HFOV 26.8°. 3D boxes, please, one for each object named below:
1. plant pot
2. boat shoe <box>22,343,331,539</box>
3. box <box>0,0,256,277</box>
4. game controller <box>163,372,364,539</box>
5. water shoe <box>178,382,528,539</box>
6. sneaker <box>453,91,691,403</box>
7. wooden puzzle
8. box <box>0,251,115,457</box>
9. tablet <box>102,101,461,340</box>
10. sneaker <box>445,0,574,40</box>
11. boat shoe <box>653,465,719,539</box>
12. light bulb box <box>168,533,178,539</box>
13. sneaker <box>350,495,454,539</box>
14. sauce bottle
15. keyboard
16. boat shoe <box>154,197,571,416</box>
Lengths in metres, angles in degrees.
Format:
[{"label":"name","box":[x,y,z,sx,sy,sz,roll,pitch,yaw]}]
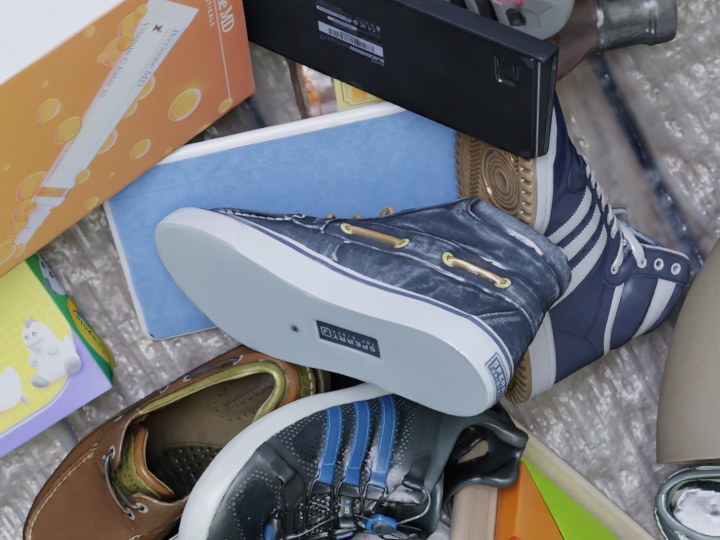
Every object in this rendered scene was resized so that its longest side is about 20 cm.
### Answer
[{"label":"plant pot","box":[0.250,0.029,0.790,0.199,0.200,0.135,-2,82,-7]},{"label":"boat shoe","box":[-0.109,0.097,0.788,0.200,0.068,0.072,-40,83,14]},{"label":"box","box":[-0.156,-0.089,0.677,0.200,0.125,0.097,-39,67,-17]},{"label":"game controller","box":[-0.038,0.119,0.843,0.104,0.042,0.201,22,102,-27]},{"label":"water shoe","box":[0.003,0.102,0.752,0.199,0.079,0.072,-24,136,-36]},{"label":"sneaker","box":[0.112,-0.030,0.776,0.108,0.070,0.201,-21,131,-18]},{"label":"wooden puzzle","box":[0.120,0.187,0.803,0.185,0.200,0.037,41,124,-16]},{"label":"box","box":[-0.228,0.004,0.777,0.117,0.048,0.201,-32,105,1]},{"label":"tablet","box":[-0.028,-0.028,0.785,0.199,0.014,0.131,-12,136,-4]},{"label":"sneaker","box":[0.016,-0.175,0.725,0.199,0.079,0.096,23,67,10]},{"label":"boat shoe","box":[0.255,0.149,0.823,0.199,0.062,0.073,12,78,25]},{"label":"light bulb box","box":[-0.082,0.263,0.799,0.198,0.125,0.200,-32,121,3]},{"label":"sneaker","box":[0.069,0.197,0.864,0.200,0.078,0.099,40,112,-15]},{"label":"sauce bottle","box":[0.062,-0.120,0.776,0.199,0.066,0.066,-14,106,-5]},{"label":"keyboard","box":[-0.002,-0.126,0.675,0.199,0.127,0.021,25,62,20]},{"label":"boat shoe","box":[0.000,0.000,0.734,0.199,0.091,0.071,21,140,27]}]
